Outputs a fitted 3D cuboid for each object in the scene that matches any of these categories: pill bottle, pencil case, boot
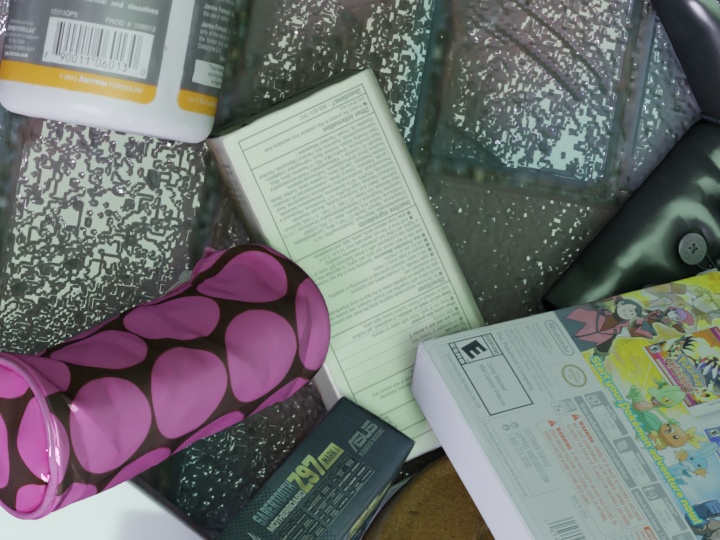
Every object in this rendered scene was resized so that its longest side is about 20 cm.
[{"bbox_3d":[-0.117,-0.172,1.477,0.116,0.116,0.201,10,91,-10],"label":"pill bottle"},{"bbox_3d":[-0.112,0.051,1.425,0.200,0.091,0.094,-24,65,-45],"label":"pencil case"},{"bbox_3d":[0.165,-0.052,1.555,0.165,0.066,0.200,40,89,-16],"label":"boot"}]

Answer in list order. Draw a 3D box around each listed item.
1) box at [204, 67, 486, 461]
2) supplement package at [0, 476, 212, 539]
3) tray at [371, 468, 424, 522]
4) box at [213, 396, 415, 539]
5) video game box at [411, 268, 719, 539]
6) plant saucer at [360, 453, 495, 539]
[{"bbox_3d":[0.000,0.000,1.525,0.095,0.078,0.200,-24,97,-8],"label":"box"},{"bbox_3d":[-0.199,0.142,1.484,0.200,0.111,0.156,38,87,-10],"label":"supplement package"},{"bbox_3d":[0.050,0.160,1.572,0.200,0.022,0.108,-27,97,-7],"label":"tray"},{"bbox_3d":[-0.056,0.170,1.429,0.051,0.200,0.158,33,120,6],"label":"box"},{"bbox_3d":[0.147,0.097,1.442,0.182,0.200,0.047,-14,139,-19],"label":"video game box"},{"bbox_3d":[0.083,0.147,1.472,0.200,0.200,0.035,-26,132,-7],"label":"plant saucer"}]
